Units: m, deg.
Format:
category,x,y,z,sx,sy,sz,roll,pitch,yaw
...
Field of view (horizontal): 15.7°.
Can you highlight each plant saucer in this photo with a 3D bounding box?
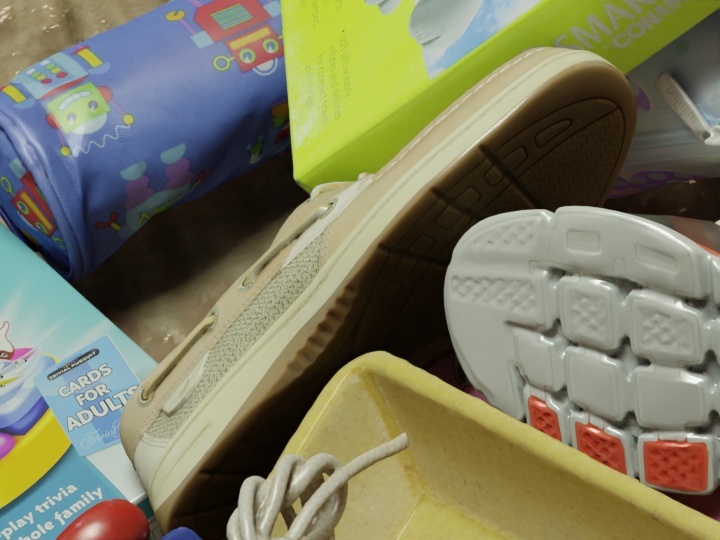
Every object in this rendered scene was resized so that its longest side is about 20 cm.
category,x,y,z,sx,sy,sz,roll,pitch,yaw
plant saucer,0.027,0.147,0.722,0.200,0.048,0.200,26,80,37

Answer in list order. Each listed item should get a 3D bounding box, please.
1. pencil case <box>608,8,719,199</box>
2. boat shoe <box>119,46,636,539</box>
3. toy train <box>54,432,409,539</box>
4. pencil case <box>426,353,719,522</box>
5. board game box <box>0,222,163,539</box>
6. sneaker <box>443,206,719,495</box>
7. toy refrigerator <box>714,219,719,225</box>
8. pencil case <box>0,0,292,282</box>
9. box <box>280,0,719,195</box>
category,x,y,z,sx,sy,sz,roll,pitch,yaw
pencil case,0.082,-0.061,0.894,0.200,0.083,0.091,-10,52,44
boat shoe,0.000,0.000,0.807,0.200,0.072,0.065,-48,46,12
toy train,-0.064,0.122,0.709,0.085,0.116,0.200,45,40,10
pencil case,0.071,0.052,0.823,0.086,0.083,0.200,-19,39,-26
board game box,-0.152,0.063,0.908,0.151,0.047,0.200,-34,45,-19
sneaker,0.123,0.022,0.748,0.199,0.077,0.082,11,16,22
toy refrigerator,0.180,0.055,0.789,0.070,0.076,0.200,-30,42,-15
pencil case,-0.050,-0.067,0.981,0.200,0.087,0.078,-28,67,-23
box,0.062,-0.108,0.845,0.200,0.048,0.122,-35,36,23
